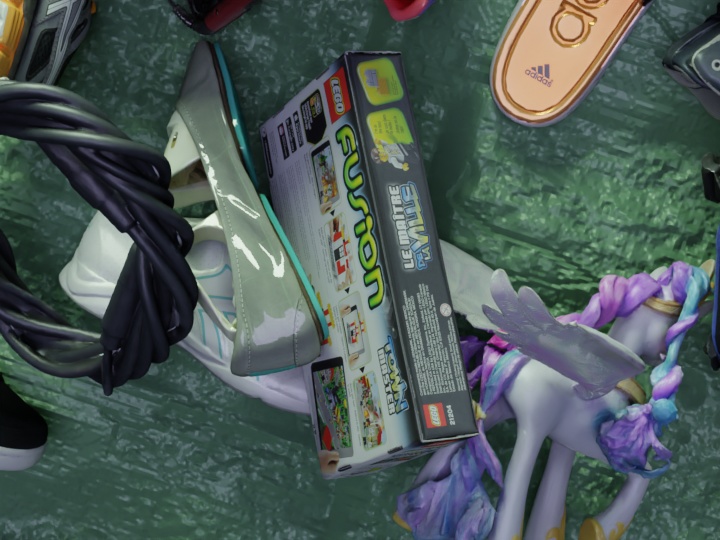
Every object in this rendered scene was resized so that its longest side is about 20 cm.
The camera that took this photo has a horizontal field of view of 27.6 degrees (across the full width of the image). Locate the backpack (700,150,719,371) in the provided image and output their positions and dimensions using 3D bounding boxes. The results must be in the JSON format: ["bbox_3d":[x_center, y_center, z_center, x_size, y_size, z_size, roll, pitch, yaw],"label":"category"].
[{"bbox_3d":[0.288,-0.013,0.721,0.199,0.147,0.184,-29,137,-14],"label":"backpack"}]

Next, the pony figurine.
[{"bbox_3d":[0.097,0.064,0.793,0.192,0.166,0.201,20,99,-32],"label":"pony figurine"}]

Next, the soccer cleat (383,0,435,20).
[{"bbox_3d":[-0.009,-0.217,0.737,0.068,0.073,0.200,-15,129,31],"label":"soccer cleat"}]

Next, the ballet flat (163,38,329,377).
[{"bbox_3d":[-0.076,-0.036,0.777,0.063,0.067,0.201,-19,66,-6],"label":"ballet flat"}]

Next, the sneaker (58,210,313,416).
[{"bbox_3d":[-0.068,0.019,0.825,0.199,0.070,0.081,27,98,0],"label":"sneaker"}]

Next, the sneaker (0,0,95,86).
[{"bbox_3d":[-0.175,-0.167,0.802,0.078,0.077,0.201,21,84,31],"label":"sneaker"}]

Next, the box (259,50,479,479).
[{"bbox_3d":[0.000,0.000,0.764,0.035,0.110,0.201,-4,76,-30],"label":"box"}]

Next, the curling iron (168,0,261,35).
[{"bbox_3d":[-0.043,-0.166,0.747,0.200,0.026,0.050,-14,119,51],"label":"curling iron"}]

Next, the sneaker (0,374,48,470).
[{"bbox_3d":[-0.252,0.024,0.838,0.199,0.073,0.112,30,103,0],"label":"sneaker"}]

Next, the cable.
[{"bbox_3d":[-0.153,-0.017,0.755,0.162,0.051,0.201,2,128,26],"label":"cable"}]

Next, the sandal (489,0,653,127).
[{"bbox_3d":[0.136,-0.167,0.779,0.079,0.059,0.208,26,101,-1],"label":"sandal"}]

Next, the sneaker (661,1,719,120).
[{"bbox_3d":[0.216,-0.168,0.763,0.145,0.077,0.203,-22,99,5],"label":"sneaker"}]
